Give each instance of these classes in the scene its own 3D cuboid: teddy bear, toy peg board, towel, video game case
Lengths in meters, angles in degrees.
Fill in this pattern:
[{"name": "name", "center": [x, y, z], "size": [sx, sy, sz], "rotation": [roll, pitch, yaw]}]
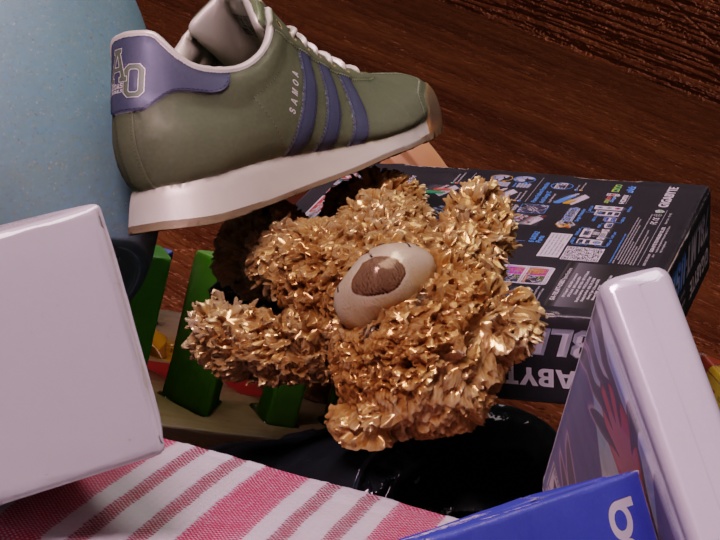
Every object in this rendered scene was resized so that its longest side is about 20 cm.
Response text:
[{"name": "teddy bear", "center": [0.000, 0.000, 0.848], "size": [0.145, 0.067, 0.200], "rotation": [-5, 23, 3]}, {"name": "toy peg board", "center": [-0.080, 0.024, 1.126], "size": [0.200, 0.098, 0.199], "rotation": [10, 15, -24]}, {"name": "towel", "center": [-0.023, 0.104, 0.707], "size": [0.200, 0.030, 0.146], "rotation": [15, 10, 12]}, {"name": "video game case", "center": [0.097, 0.123, 0.597], "size": [0.023, 0.200, 0.182], "rotation": [-14, -22, -6]}]

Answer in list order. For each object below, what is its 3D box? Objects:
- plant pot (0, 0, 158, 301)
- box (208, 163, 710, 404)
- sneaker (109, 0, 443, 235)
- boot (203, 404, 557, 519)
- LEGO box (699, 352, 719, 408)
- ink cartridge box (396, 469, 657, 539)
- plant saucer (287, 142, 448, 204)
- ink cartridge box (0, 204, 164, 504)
[{"name": "plant pot", "center": [-0.162, -0.037, 0.907], "size": [0.200, 0.200, 0.135], "rotation": [-2, 53, -52]}, {"name": "box", "center": [0.054, 0.001, 0.992], "size": [0.198, 0.050, 0.200], "rotation": [3, 20, 17]}, {"name": "sneaker", "center": [-0.035, -0.081, 0.901], "size": [0.067, 0.090, 0.200], "rotation": [-8, 11, 38]}, {"name": "boot", "center": [0.034, 0.093, 0.892], "size": [0.200, 0.077, 0.168], "rotation": [-4, -3, -39]}, {"name": "LEGO box", "center": [0.242, 0.130, 1.045], "size": [0.149, 0.077, 0.200], "rotation": [23, 11, -13]}, {"name": "ink cartridge box", "center": [0.055, 0.158, 0.518], "size": [0.044, 0.200, 0.094], "rotation": [-20, -7, 40]}, {"name": "plant saucer", "center": [-0.011, -0.030, 1.181], "size": [0.200, 0.200, 0.037], "rotation": [26, 55, 38]}, {"name": "ink cartridge box", "center": [-0.178, 0.043, 0.709], "size": [0.145, 0.088, 0.200], "rotation": [-17, 2, -29]}]
